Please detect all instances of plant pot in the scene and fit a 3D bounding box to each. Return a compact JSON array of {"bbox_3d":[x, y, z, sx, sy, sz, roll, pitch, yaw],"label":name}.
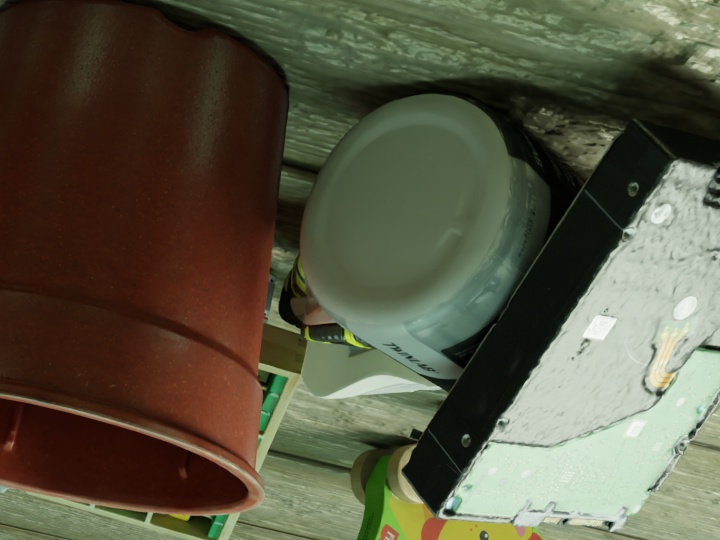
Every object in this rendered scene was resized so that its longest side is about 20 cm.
[{"bbox_3d":[-0.122,-0.008,0.982,0.200,0.196,0.201,11,162,3],"label":"plant pot"}]

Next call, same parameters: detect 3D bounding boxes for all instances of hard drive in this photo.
[{"bbox_3d":[0.121,0.031,0.962,0.140,0.200,0.038,9,-150,-42],"label":"hard drive"}]

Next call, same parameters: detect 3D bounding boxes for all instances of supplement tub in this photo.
[{"bbox_3d":[0.071,0.006,1.026,0.122,0.123,0.200,-2,157,35],"label":"supplement tub"}]

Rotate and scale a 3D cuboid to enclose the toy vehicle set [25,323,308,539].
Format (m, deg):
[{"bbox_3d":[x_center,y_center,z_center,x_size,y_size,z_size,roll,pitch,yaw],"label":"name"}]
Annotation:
[{"bbox_3d":[-0.113,0.083,1.192,0.124,0.027,0.200,16,142,-6],"label":"toy vehicle set"}]

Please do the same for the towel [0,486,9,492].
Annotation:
[{"bbox_3d":[-0.206,0.028,1.173,0.024,0.200,0.147,-23,-174,-31],"label":"towel"}]

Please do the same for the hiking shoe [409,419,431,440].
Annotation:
[{"bbox_3d":[0.110,0.123,1.436,0.087,0.075,0.200,17,161,-21],"label":"hiking shoe"}]

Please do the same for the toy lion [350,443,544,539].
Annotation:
[{"bbox_3d":[0.059,0.241,1.647,0.192,0.200,0.069,41,148,-23],"label":"toy lion"}]

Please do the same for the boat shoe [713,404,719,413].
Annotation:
[{"bbox_3d":[0.139,0.052,1.251,0.068,0.072,0.200,57,153,-14],"label":"boat shoe"}]

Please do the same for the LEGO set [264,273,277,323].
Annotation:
[{"bbox_3d":[-0.151,0.037,1.262,0.154,0.116,0.200,-3,157,36],"label":"LEGO set"}]

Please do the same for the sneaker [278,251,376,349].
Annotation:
[{"bbox_3d":[0.000,0.000,1.147,0.075,0.077,0.200,8,-179,-10],"label":"sneaker"}]

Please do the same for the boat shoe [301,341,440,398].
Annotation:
[{"bbox_3d":[0.041,0.042,1.256,0.068,0.072,0.200,-3,166,-35],"label":"boat shoe"}]
